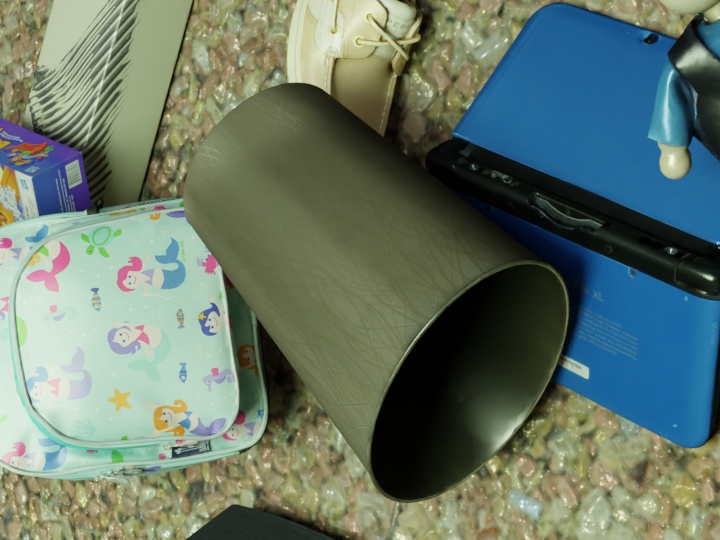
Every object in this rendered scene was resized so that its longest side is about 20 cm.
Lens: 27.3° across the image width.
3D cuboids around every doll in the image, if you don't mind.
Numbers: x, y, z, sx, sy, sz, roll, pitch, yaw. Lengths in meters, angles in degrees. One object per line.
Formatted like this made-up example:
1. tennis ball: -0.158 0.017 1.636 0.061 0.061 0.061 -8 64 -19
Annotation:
1. doll: 0.206 -0.079 0.705 0.136 0.048 0.201 -38 95 10

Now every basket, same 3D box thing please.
1. basket: 0.000 0.000 0.819 0.200 0.135 0.182 46 155 32

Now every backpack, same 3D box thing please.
1. backpack: -0.161 0.045 0.936 0.197 0.151 0.180 -7 84 -3

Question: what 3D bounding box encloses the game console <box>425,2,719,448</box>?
1. game console: 0.145 -0.030 0.830 0.199 0.118 0.173 27 135 37

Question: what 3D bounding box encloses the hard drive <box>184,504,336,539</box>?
1. hard drive: -0.047 0.211 0.896 0.198 0.134 0.043 18 126 38

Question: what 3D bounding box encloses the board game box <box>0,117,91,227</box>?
1. board game box: -0.241 -0.005 1.066 0.134 0.045 0.202 23 131 38

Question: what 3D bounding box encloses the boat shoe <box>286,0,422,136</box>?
1. boat shoe: 0.003 -0.160 0.916 0.069 0.073 0.203 0 87 44

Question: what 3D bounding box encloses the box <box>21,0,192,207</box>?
1. box: -0.185 -0.144 1.070 0.082 0.068 0.203 23 102 37
